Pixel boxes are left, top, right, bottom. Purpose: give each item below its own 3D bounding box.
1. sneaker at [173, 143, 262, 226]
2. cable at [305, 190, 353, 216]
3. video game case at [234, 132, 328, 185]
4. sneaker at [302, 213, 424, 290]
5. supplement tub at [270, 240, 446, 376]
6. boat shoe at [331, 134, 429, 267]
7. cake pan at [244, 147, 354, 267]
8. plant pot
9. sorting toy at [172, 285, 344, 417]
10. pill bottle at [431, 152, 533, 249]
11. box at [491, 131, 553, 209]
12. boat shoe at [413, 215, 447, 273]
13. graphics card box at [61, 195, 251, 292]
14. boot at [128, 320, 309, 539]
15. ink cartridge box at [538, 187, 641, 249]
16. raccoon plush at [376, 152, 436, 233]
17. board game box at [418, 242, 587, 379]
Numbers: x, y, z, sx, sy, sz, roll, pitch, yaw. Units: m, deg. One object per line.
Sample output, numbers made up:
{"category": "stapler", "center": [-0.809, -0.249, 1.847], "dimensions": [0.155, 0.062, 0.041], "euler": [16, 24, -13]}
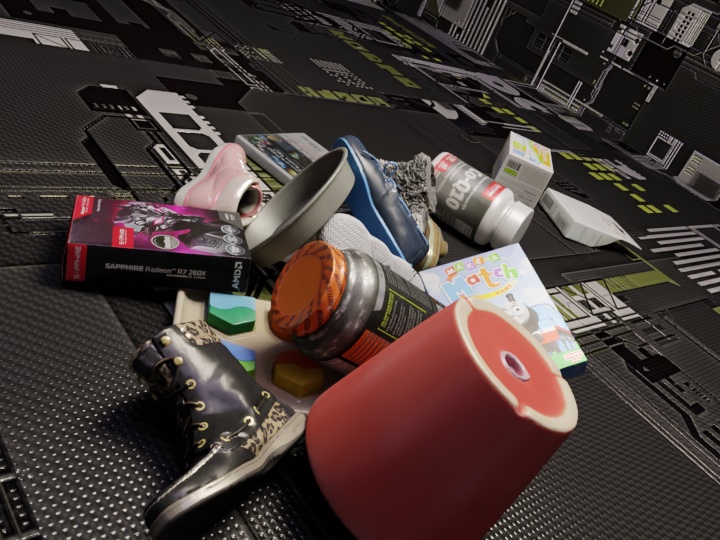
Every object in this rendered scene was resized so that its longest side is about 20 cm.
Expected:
{"category": "sneaker", "center": [-0.174, -0.116, 0.976], "dimensions": [0.103, 0.076, 0.201], "euler": [5, 33, 12]}
{"category": "cable", "center": [0.004, -0.075, 1.061], "dimensions": [0.162, 0.051, 0.199], "euler": [34, 13, 27]}
{"category": "video game case", "center": [-0.098, -0.187, 1.247], "dimensions": [0.200, 0.024, 0.181], "euler": [40, 31, 24]}
{"category": "sneaker", "center": [0.000, 0.000, 0.931], "dimensions": [0.200, 0.075, 0.115], "euler": [45, -17, -26]}
{"category": "supplement tub", "center": [0.009, 0.056, 0.744], "dimensions": [0.199, 0.123, 0.123], "euler": [33, 19, -35]}
{"category": "boat shoe", "center": [0.027, -0.096, 0.965], "dimensions": [0.068, 0.084, 0.202], "euler": [-27, 94, -29]}
{"category": "cake pan", "center": [-0.082, -0.079, 0.909], "dimensions": [0.037, 0.199, 0.201], "euler": [46, 22, -19]}
{"category": "plant pot", "center": [0.079, 0.134, 0.618], "dimensions": [0.199, 0.178, 0.201], "euler": [33, 28, -20]}
{"category": "sorting toy", "center": [-0.106, 0.082, 0.757], "dimensions": [0.198, 0.037, 0.186], "euler": [15, 29, -18]}
{"category": "pill bottle", "center": [0.209, -0.121, 1.279], "dimensions": [0.199, 0.115, 0.114], "euler": [34, 29, 18]}
{"category": "box", "center": [0.374, -0.235, 1.624], "dimensions": [0.111, 0.102, 0.200], "euler": [24, 28, 0]}
{"category": "boat shoe", "center": [0.111, -0.045, 1.128], "dimensions": [0.076, 0.072, 0.201], "euler": [32, 26, -17]}
{"category": "graphics card box", "center": [-0.232, -0.031, 0.805], "dimensions": [0.197, 0.051, 0.126], "euler": [6, 27, -20]}
{"category": "boot", "center": [-0.141, 0.125, 0.587], "dimensions": [0.151, 0.073, 0.200], "euler": [45, 28, 11]}
{"category": "ink cartridge box", "center": [0.520, -0.103, 1.586], "dimensions": [0.198, 0.048, 0.161], "euler": [20, 27, -22]}
{"category": "raccoon plush", "center": [0.042, -0.122, 1.090], "dimensions": [0.132, 0.098, 0.200], "euler": [-3, 22, 16]}
{"category": "board game box", "center": [0.177, 0.065, 0.903], "dimensions": [0.149, 0.037, 0.201], "euler": [-16, 51, -7]}
